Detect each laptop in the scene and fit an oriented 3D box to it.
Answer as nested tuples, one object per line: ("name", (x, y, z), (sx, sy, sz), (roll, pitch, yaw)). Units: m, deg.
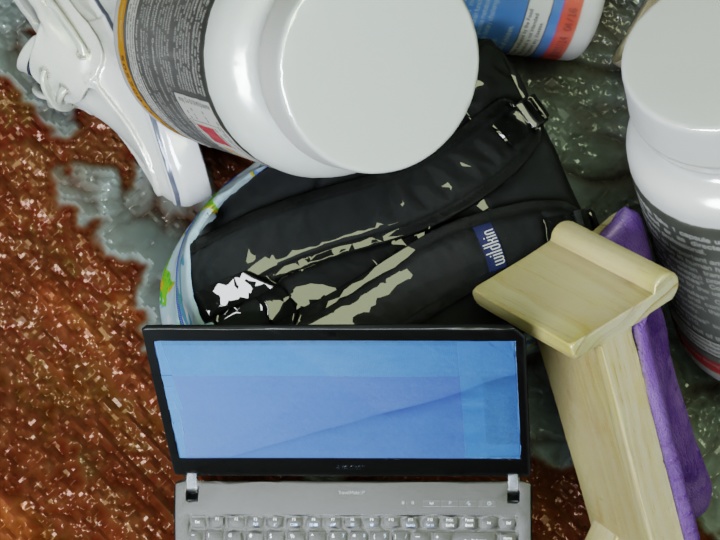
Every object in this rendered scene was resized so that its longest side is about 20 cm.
("laptop", (-0.008, 0.126, 1.202), (0.177, 0.103, 0.201), (0, 87, 6))

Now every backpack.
("backpack", (0.000, 0.000, 1.272), (0.200, 0.154, 0.163), (-28, 91, -31))

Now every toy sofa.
("toy sofa", (0.136, 0.075, 1.244), (0.097, 0.083, 0.200), (-30, 123, -20))

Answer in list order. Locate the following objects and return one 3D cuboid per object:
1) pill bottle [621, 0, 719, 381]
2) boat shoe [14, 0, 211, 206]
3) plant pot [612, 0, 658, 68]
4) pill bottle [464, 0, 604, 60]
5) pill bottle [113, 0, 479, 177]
("pill bottle", (0.192, -0.040, 1.244), (0.114, 0.200, 0.114), (-9, 51, 12))
("boat shoe", (-0.142, -0.111, 1.306), (0.065, 0.074, 0.200), (-27, 73, -9))
("plant pot", (0.282, -0.154, 1.329), (0.177, 0.200, 0.200), (35, 74, -12))
("pill bottle", (0.023, -0.174, 1.320), (0.199, 0.112, 0.113), (6, 76, -9))
("pill bottle", (-0.031, -0.103, 1.171), (0.116, 0.200, 0.117), (-5, 102, -23))
